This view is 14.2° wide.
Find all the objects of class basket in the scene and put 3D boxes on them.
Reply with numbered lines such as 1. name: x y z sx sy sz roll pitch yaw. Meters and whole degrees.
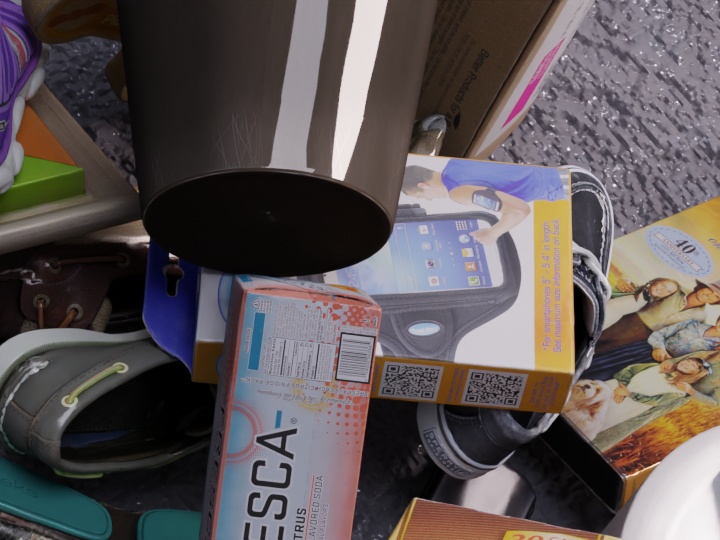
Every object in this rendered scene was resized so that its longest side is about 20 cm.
1. basket: -0.040 -0.110 1.311 0.179 0.136 0.201 -3 65 12

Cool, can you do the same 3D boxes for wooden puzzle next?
1. wooden puzzle: -0.221 -0.058 1.384 0.184 0.037 0.200 -15 35 -26

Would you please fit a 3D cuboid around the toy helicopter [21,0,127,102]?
1. toy helicopter: -0.089 -0.132 1.441 0.200 0.132 0.079 2 53 -56

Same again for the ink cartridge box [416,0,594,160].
1. ink cartridge box: 0.037 -0.164 1.499 0.165 0.200 0.075 43 57 8

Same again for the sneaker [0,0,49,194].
1. sneaker: -0.186 -0.112 1.368 0.080 0.084 0.200 -1 34 -8

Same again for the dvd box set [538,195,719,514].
1. dvd box set: 0.167 0.038 1.500 0.199 0.030 0.146 -21 49 -28

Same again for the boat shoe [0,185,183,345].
1. boat shoe: -0.146 0.012 1.409 0.199 0.072 0.072 -13 64 -33

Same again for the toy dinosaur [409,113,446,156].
1. toy dinosaur: -0.009 -0.010 1.451 0.200 0.102 0.077 -31 112 -36

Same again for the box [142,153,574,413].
1. box: 0.000 0.000 1.352 0.199 0.042 0.120 6 55 -6

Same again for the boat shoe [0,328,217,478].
1. boat shoe: -0.087 0.059 1.373 0.201 0.072 0.060 -8 33 -42

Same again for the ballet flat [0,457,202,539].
1. ballet flat: -0.116 0.140 1.340 0.199 0.076 0.068 16 26 -11

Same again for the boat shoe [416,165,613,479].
1. boat shoe: 0.092 0.016 1.419 0.072 0.068 0.200 45 47 -15

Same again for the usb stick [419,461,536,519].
1. usb stick: 0.028 0.168 1.397 0.055 0.033 0.200 34 54 -6

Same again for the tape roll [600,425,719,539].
1. tape roll: 0.191 0.189 1.376 0.201 0.139 0.204 9 58 -14

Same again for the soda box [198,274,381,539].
1. soda box: -0.037 0.105 1.273 0.063 0.068 0.201 8 95 -7

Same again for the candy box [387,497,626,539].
1. candy box: 0.037 0.190 1.224 0.116 0.057 0.200 9 41 24
